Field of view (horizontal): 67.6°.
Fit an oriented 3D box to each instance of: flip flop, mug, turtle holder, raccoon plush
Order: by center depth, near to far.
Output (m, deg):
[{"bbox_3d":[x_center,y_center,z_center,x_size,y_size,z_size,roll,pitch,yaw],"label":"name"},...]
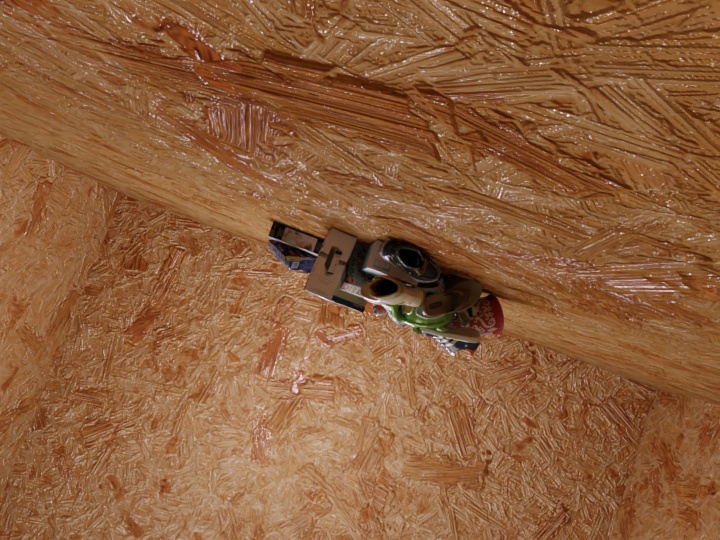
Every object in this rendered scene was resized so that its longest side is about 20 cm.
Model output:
[{"bbox_3d":[0.261,0.080,1.505,0.199,0.081,0.058,-14,-178,-22],"label":"flip flop"},{"bbox_3d":[0.179,0.098,1.587,0.185,0.132,0.141,7,-155,21],"label":"turtle holder"},{"bbox_3d":[0.284,0.092,1.667,0.097,0.134,0.200,22,176,-39],"label":"raccoon plush"},{"bbox_3d":[0.335,0.152,1.749,0.199,0.134,0.178,-9,-161,-12],"label":"mug"}]

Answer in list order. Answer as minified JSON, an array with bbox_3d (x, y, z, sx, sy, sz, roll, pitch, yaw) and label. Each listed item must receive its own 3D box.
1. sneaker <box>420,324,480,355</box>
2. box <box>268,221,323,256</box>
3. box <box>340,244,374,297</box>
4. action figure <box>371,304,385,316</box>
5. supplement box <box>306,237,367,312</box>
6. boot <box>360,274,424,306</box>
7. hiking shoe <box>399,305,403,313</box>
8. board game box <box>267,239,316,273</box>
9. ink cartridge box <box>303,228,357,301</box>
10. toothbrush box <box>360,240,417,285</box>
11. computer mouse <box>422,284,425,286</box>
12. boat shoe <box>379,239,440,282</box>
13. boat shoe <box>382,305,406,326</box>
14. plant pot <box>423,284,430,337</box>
[{"bbox_3d":[0.255,0.207,1.614,0.199,0.085,0.075,14,-152,18],"label":"sneaker"},{"bbox_3d":[-0.235,-0.114,1.980,0.199,0.060,0.117,21,176,-7],"label":"box"},{"bbox_3d":[0.000,0.000,1.663,0.110,0.035,0.200,21,-142,-14],"label":"box"},{"bbox_3d":[0.081,0.074,1.989,0.199,0.194,0.105,20,175,0],"label":"action figure"},{"bbox_3d":[-0.056,0.019,1.883,0.134,0.200,0.200,17,175,35],"label":"supplement box"},{"bbox_3d":[0.056,0.054,1.471,0.199,0.073,0.155,8,173,35],"label":"boot"},{"bbox_3d":[0.153,0.125,1.717,0.200,0.101,0.076,27,137,33],"label":"hiking shoe"},{"bbox_3d":[-0.255,-0.067,2.069,0.200,0.062,0.200,-2,-147,-45],"label":"board game box"},{"bbox_3d":[-0.093,-0.018,1.606,0.083,0.201,0.147,24,175,-8],"label":"ink cartridge box"},{"bbox_3d":[0.088,-0.017,1.542,0.146,0.086,0.200,20,175,-6],"label":"toothbrush box"},{"bbox_3d":[0.144,0.043,1.730,0.140,0.046,0.200,4,-160,-9],"label":"computer mouse"},{"bbox_3d":[0.144,-0.015,1.375,0.200,0.071,0.091,25,178,-30],"label":"boat shoe"},{"bbox_3d":[0.097,0.118,1.831,0.200,0.075,0.093,38,148,6],"label":"boat shoe"},{"bbox_3d":[0.242,0.113,1.927,0.200,0.200,0.179,23,-170,-38],"label":"plant pot"}]
